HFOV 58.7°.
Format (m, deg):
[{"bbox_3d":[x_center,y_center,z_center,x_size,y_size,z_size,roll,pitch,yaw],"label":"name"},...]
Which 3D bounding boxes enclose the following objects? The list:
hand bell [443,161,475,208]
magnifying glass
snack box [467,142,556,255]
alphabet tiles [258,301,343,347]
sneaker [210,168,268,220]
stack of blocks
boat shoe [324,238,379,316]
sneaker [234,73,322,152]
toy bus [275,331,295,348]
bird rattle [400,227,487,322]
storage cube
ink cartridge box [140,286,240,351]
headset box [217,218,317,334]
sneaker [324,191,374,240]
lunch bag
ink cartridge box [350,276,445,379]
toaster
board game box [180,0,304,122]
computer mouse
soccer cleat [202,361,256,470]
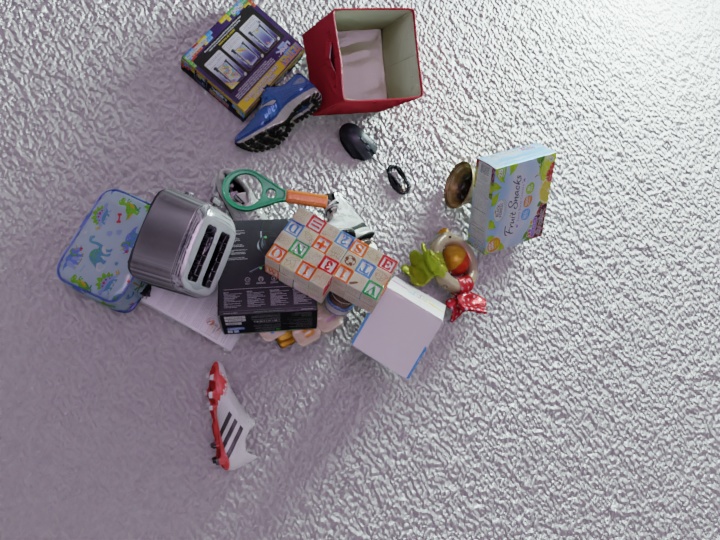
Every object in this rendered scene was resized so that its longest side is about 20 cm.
[{"bbox_3d":[0.294,-0.162,1.412,0.199,0.104,0.105,14,77,-26],"label":"hand bell"},{"bbox_3d":[-0.161,-0.143,1.208,0.198,0.022,0.080,7,80,-5],"label":"magnifying glass"},{"bbox_3d":[0.316,-0.150,1.346,0.168,0.068,0.201,-17,126,-25],"label":"snack box"},{"bbox_3d":[-0.123,0.043,1.209,0.195,0.015,0.201,-30,70,-18],"label":"alphabet tiles"},{"bbox_3d":[-0.222,-0.111,1.247,0.075,0.081,0.201,-36,93,-20],"label":"sneaker"},{"bbox_3d":[-0.050,-0.007,1.097,0.199,0.059,0.116,29,63,5],"label":"stack of blocks"},{"bbox_3d":[0.000,0.000,1.200,0.072,0.073,0.201,30,44,-5],"label":"boat shoe"},{"bbox_3d":[-0.173,-0.315,1.278,0.199,0.078,0.089,-36,71,11],"label":"sneaker"},{"bbox_3d":[-0.082,0.075,1.254,0.199,0.078,0.065,-31,90,-18],"label":"toy bus"},{"bbox_3d":[0.198,0.000,1.341,0.199,0.113,0.164,34,57,-11],"label":"bird rattle"},{"bbox_3d":[0.002,-0.411,1.283,0.199,0.179,0.172,-11,98,-25],"label":"storage cube"},{"bbox_3d":[-0.297,0.037,1.223,0.199,0.050,0.163,33,73,-15],"label":"ink cartridge box"},{"bbox_3d":[-0.169,0.002,1.163,0.173,0.093,0.201,-4,65,-7],"label":"headset box"},{"bbox_3d":[-0.058,-0.096,1.256,0.076,0.200,0.116,-42,76,21],"label":"sneaker"},{"bbox_3d":[-0.437,-0.039,1.155,0.160,0.083,0.201,22,73,12],"label":"lunch bag"},{"bbox_3d":[0.079,0.101,1.230,0.125,0.200,0.129,30,99,5],"label":"ink cartridge box"},{"bbox_3d":[-0.302,-0.036,1.087,0.128,0.114,0.201,15,79,32],"label":"toaster"},{"bbox_3d":[-0.238,-0.434,1.309,0.165,0.057,0.200,41,72,-8],"label":"board game box"},{"bbox_3d":[0.033,-0.239,1.365,0.200,0.034,0.059,41,72,-6],"label":"computer mouse"},{"bbox_3d":[-0.240,0.267,1.188,0.085,0.069,0.202,-6,85,-25],"label":"soccer cleat"}]
